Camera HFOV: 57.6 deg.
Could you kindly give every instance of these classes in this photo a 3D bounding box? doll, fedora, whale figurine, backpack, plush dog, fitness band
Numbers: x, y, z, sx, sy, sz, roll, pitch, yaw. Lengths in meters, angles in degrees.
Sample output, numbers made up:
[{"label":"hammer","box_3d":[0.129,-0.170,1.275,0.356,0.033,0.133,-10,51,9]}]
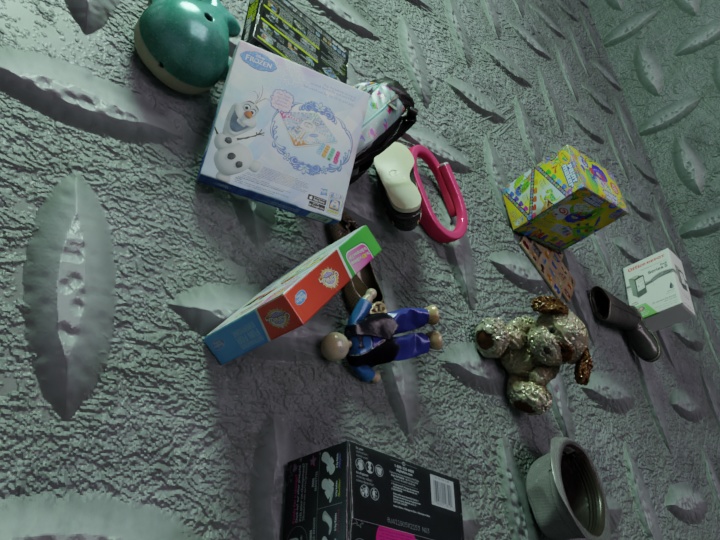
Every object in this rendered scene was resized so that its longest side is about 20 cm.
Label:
[{"label":"doll","box_3d":[0.028,0.093,0.950,0.200,0.048,0.137,-9,94,-35]},{"label":"fedora","box_3d":[0.342,0.383,1.110,0.177,0.090,0.200,43,34,-24]},{"label":"whale figurine","box_3d":[-0.224,-0.338,0.921,0.159,0.104,0.200,45,41,-18]},{"label":"backpack","box_3d":[-0.022,-0.219,1.053,0.127,0.167,0.200,48,52,-3]},{"label":"plush dog","box_3d":[0.334,0.138,1.194,0.160,0.172,0.200,-29,88,-53]},{"label":"fitness band","box_3d":[0.145,-0.150,1.271,0.144,0.037,0.200,-20,87,-53]}]

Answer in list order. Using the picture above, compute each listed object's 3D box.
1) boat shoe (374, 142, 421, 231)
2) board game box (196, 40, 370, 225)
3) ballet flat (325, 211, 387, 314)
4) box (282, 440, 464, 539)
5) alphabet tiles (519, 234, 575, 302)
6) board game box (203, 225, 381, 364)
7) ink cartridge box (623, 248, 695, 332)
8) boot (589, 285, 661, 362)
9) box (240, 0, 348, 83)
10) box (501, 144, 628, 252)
[{"label":"boat shoe","box_3d":[0.066,-0.155,1.176,0.074,0.063,0.202,-6,49,-5]},{"label":"board game box","box_3d":[-0.102,-0.187,0.908,0.200,0.043,0.199,18,76,-19]},{"label":"ballet flat","box_3d":[0.000,0.000,1.004,0.067,0.046,0.200,-2,68,-49]},{"label":"box","box_3d":[0.017,0.297,0.774,0.200,0.115,0.132,30,45,-35]},{"label":"alphabet tiles","box_3d":[0.458,-0.024,1.583,0.200,0.008,0.167,53,37,-10]},{"label":"board game box","box_3d":[-0.080,0.027,0.809,0.040,0.153,0.200,56,38,-8]},{"label":"ink cartridge box","box_3d":[0.840,0.058,1.853,0.084,0.145,0.200,34,44,-28]},{"label":"boot","box_3d":[0.678,0.137,1.676,0.200,0.073,0.182,26,34,-45]},{"label":"box","box_3d":[-0.109,-0.379,1.133,0.200,0.044,0.160,30,47,-34]},{"label":"box","box_3d":[0.476,-0.161,1.529,0.200,0.193,0.122,18,51,-39]}]
